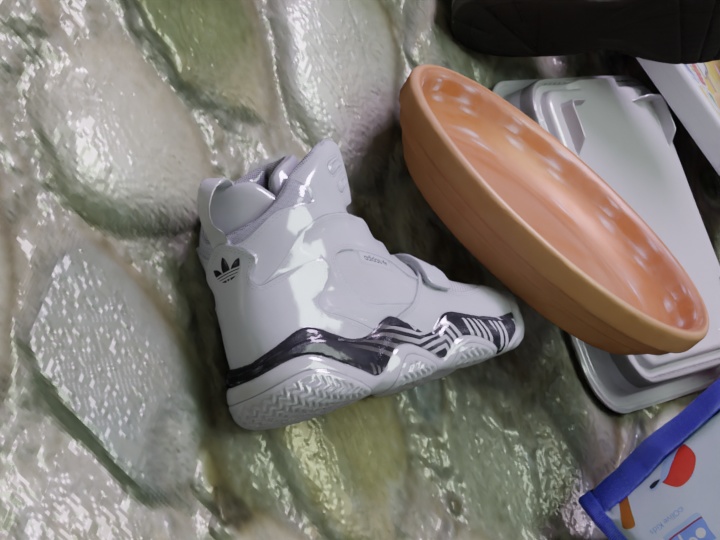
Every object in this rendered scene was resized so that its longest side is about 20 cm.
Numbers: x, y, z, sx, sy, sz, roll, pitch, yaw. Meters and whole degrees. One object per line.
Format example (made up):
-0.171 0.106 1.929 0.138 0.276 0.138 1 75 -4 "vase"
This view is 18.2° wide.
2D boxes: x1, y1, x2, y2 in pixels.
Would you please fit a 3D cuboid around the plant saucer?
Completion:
0.092 -0.025 1.141 0.200 0.037 0.200 38 17 -14 "plant saucer"

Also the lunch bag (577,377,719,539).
0.230 0.132 1.163 0.200 0.170 0.124 47 5 -24 "lunch bag"

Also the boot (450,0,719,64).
0.146 -0.197 1.283 0.074 0.203 0.154 97 -10 -55 "boot"

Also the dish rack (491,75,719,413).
0.158 -0.025 1.296 0.171 0.043 0.200 -10 77 -55 "dish rack"

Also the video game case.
0.212 -0.130 1.418 0.200 0.023 0.182 51 22 -21 "video game case"

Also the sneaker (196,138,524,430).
0.000 0.000 1.026 0.200 0.075 0.115 -13 83 -53 "sneaker"
